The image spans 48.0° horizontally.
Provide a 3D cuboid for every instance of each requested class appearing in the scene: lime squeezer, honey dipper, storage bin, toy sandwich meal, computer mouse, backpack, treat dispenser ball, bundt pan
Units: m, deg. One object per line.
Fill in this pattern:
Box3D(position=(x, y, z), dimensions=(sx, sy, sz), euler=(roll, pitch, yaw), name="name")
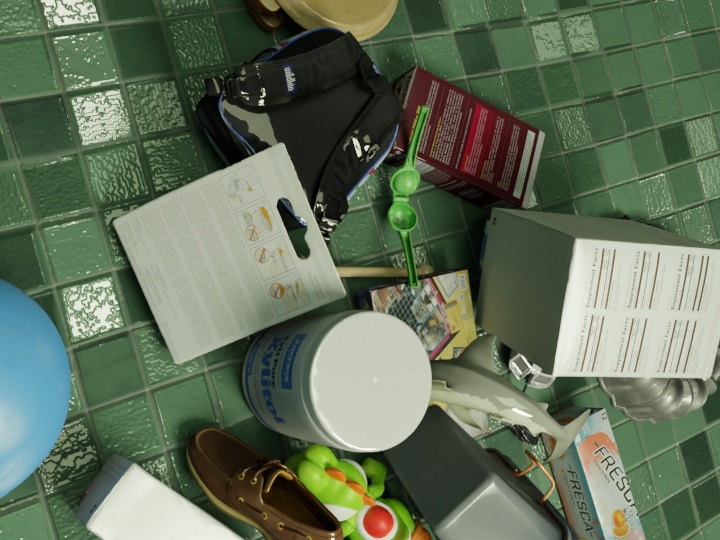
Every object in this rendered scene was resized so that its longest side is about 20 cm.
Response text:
Box3D(position=(0.052, -0.085, 0.926), dimensions=(0.037, 0.071, 0.202), euler=(4, 94, -2), name="lime squeezer")
Box3D(position=(0.000, 0.000, 0.935), dimensions=(0.198, 0.038, 0.038), euler=(-1, 84, -29), name="honey dipper")
Box3D(position=(0.119, 0.232, 0.848), dimensions=(0.145, 0.200, 0.134), euler=(-41, 116, -1), name="storage bin")
Box3D(position=(-0.048, -0.345, 0.935), dimensions=(0.204, 0.070, 0.207), euler=(6, 79, -29), name="toy sandwich meal")
Box3D(position=(0.222, 0.110, 1.028), dimensions=(0.109, 0.044, 0.201), euler=(35, 76, -13), name="computer mouse")
Box3D(position=(-0.058, -0.154, 0.859), dimensions=(0.190, 0.154, 0.201), euler=(-41, 113, -22), name="backpack")
Box3D(position=(-0.343, 0.098, 0.662), dimensions=(0.199, 0.201, 0.203), euler=(3, 83, -26), name="treat dispenser ball")
Box3D(position=(0.418, 0.110, 1.104), dimensions=(0.200, 0.076, 0.204), euler=(3, 83, -27), name="bundt pan")

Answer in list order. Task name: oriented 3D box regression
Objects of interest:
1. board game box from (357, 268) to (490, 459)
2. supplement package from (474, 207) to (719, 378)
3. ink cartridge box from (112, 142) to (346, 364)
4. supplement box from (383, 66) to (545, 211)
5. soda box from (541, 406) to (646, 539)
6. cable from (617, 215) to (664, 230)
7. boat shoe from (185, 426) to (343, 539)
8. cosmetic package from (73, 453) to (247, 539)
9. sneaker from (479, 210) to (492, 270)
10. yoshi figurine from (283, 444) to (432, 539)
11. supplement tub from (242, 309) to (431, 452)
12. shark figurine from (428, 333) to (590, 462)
Box3D(position=(0.076, 0.108, 0.946), dimensions=(0.134, 0.035, 0.202), euler=(-11, 96, -27), name="board game box")
Box3D(position=(0.265, 0.022, 0.910), dimensions=(0.198, 0.191, 0.148), euler=(3, 102, -18), name="supplement package")
Box3D(position=(-0.128, -0.017, 0.803), dimensions=(0.199, 0.050, 0.163), euler=(-22, 95, 13), name="ink cartridge box")
Box3D(position=(0.124, -0.155, 0.997), dimensions=(0.199, 0.061, 0.110), euler=(22, 76, -23), name="supplement box")
Box3D(position=(0.296, 0.277, 1.027), dimensions=(0.063, 0.068, 0.202), euler=(-19, 91, -26), name="soda box")
Box3D(position=(0.405, -0.004, 1.073), dimensions=(0.162, 0.051, 0.201), euler=(-1, 46, -12), name="cable")
Box3D(position=(-0.091, 0.214, 0.795), dimensions=(0.200, 0.068, 0.072), euler=(35, 36, 25), name="boat shoe")
Box3D(position=(-0.172, 0.264, 0.784), dimensions=(0.200, 0.101, 0.074), euler=(43, 67, -17), name="cosmetic package")
Box3D(position=(0.233, -0.017, 1.039), dimensions=(0.199, 0.076, 0.078), euler=(15, 101, -25), name="sneaker")
Box3D(position=(-0.016, 0.257, 0.880), dimensions=(0.111, 0.113, 0.200), euler=(-30, 118, 14), name="yoshi figurine")
Box3D(position=(-0.031, 0.108, 0.813), dimensions=(0.131, 0.200, 0.133), euler=(3, 82, -25), name="supplement tub")
Box3D(position=(0.139, 0.114, 0.815), dimensions=(0.213, 0.128, 0.090), euler=(19, 68, 6), name="shark figurine")
